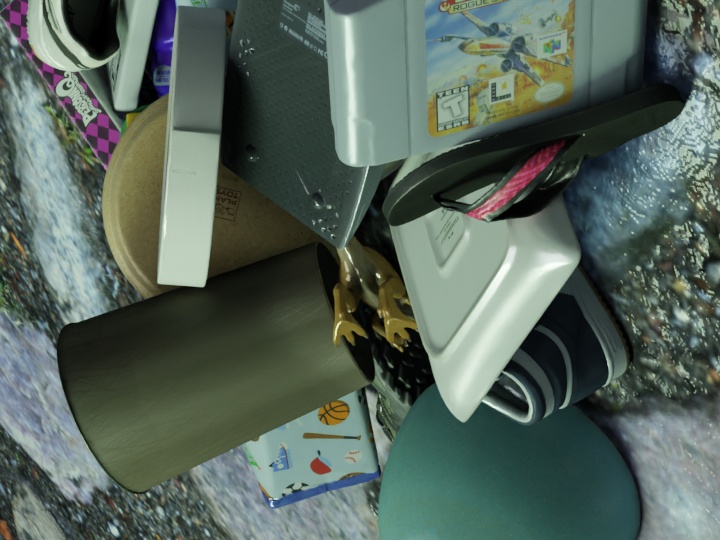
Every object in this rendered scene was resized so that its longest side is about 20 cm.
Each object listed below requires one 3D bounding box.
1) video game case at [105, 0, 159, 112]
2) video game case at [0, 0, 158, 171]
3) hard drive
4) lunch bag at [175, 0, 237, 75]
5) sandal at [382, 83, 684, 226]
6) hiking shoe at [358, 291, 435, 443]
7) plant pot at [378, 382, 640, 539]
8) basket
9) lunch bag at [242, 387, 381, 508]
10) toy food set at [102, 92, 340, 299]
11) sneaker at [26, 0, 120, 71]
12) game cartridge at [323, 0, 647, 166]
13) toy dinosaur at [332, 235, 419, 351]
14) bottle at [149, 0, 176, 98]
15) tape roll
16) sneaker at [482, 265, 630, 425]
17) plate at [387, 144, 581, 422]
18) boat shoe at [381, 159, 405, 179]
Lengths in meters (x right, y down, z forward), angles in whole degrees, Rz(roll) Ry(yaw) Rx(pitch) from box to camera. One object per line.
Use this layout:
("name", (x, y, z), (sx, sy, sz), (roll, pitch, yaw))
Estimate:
("video game case", (-0.186, -0.257, 1.646), (0.200, 0.022, 0.183), (111, 150, -55))
("video game case", (-0.205, -0.140, 1.764), (0.201, 0.036, 0.181), (55, -168, 5))
("hard drive", (-0.029, -0.127, 1.404), (0.135, 0.042, 0.201), (35, 134, 27))
("lunch bag", (-0.069, -0.211, 1.540), (0.160, 0.075, 0.201), (34, 145, 34))
("sandal", (0.107, -0.061, 1.289), (0.075, 0.199, 0.045), (27, -135, -73))
("hiking shoe", (0.034, 0.098, 1.683), (0.100, 0.076, 0.201), (-18, 103, 58))
("plant pot", (0.092, 0.197, 1.561), (0.199, 0.135, 0.201), (18, 133, 21))
("basket", (-0.101, 0.067, 1.560), (0.180, 0.199, 0.137), (33, -144, -73))
("lunch bag", (-0.069, 0.068, 1.764), (0.201, 0.123, 0.171), (-109, 7, -50))
("toy food set", (-0.103, -0.054, 1.639), (0.049, 0.198, 0.200), (-54, -38, -85))
("sneaker", (-0.209, -0.252, 1.596), (0.087, 0.075, 0.202), (16, 113, 55))
("game cartridge", (0.077, -0.140, 1.241), (0.134, 0.199, 0.042), (87, 163, -47))
("toy dinosaur", (0.000, 0.000, 1.501), (0.200, 0.060, 0.107), (55, -161, -38))
("bottle", (-0.127, -0.150, 1.696), (0.083, 0.065, 0.201), (4, 118, 51))
("tape roll", (-0.122, -0.089, 1.505), (0.203, 0.037, 0.205), (-175, 90, -83))
("sneaker", (0.094, 0.013, 1.461), (0.201, 0.108, 0.070), (56, 152, 3))
("plate", (0.070, -0.032, 1.414), (0.200, 0.032, 0.201), (120, 143, -48))
("boat shoe", (0.012, -0.119, 1.505), (0.060, 0.072, 0.200), (59, 151, 15))
